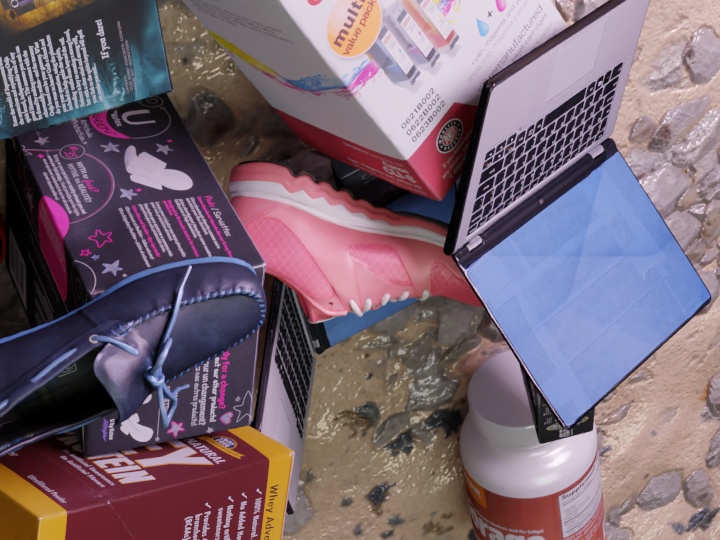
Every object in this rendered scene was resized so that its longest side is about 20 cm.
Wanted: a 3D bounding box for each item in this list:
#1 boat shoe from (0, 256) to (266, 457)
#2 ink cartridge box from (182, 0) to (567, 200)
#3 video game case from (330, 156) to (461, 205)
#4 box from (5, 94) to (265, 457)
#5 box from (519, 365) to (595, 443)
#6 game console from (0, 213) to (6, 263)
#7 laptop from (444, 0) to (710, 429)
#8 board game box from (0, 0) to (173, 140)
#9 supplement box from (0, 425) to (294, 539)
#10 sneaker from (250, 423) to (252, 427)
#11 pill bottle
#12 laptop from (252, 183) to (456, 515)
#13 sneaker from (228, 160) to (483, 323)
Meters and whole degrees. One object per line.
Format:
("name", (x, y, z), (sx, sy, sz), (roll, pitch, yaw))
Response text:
("boat shoe", (-0.140, 0.062, 1.088), (0.199, 0.069, 0.085), (-27, 132, -4))
("ink cartridge box", (-0.002, -0.172, 1.177), (0.146, 0.144, 0.200), (-53, 134, -10))
("video game case", (0.054, -0.063, 1.352), (0.142, 0.019, 0.200), (-29, 158, -5))
("box", (-0.145, -0.003, 1.220), (0.114, 0.201, 0.133), (-9, 130, -21))
("box", (0.125, 0.025, 1.366), (0.044, 0.162, 0.200), (-13, 166, 3))
("game console", (-0.340, 0.015, 1.253), (0.176, 0.031, 0.201), (23, 112, -33))
("laptop", (0.154, -0.045, 1.220), (0.187, 0.115, 0.201), (-36, 148, -42))
("board game box", (-0.181, -0.167, 1.048), (0.134, 0.028, 0.201), (-17, 130, -13))
("supplement box", (-0.167, 0.198, 1.228), (0.199, 0.132, 0.199), (-9, 114, -44))
("sneaker", (-0.161, 0.123, 1.401), (0.198, 0.079, 0.091), (-3, 124, -27))
("pill bottle", (0.138, 0.164, 1.573), (0.111, 0.112, 0.201), (-22, 132, -11))
("laptop", (0.004, 0.054, 1.368), (0.115, 0.202, 0.188), (4, 157, 8))
("sneaker", (0.000, 0.000, 1.255), (0.198, 0.074, 0.088), (20, 83, -5))
